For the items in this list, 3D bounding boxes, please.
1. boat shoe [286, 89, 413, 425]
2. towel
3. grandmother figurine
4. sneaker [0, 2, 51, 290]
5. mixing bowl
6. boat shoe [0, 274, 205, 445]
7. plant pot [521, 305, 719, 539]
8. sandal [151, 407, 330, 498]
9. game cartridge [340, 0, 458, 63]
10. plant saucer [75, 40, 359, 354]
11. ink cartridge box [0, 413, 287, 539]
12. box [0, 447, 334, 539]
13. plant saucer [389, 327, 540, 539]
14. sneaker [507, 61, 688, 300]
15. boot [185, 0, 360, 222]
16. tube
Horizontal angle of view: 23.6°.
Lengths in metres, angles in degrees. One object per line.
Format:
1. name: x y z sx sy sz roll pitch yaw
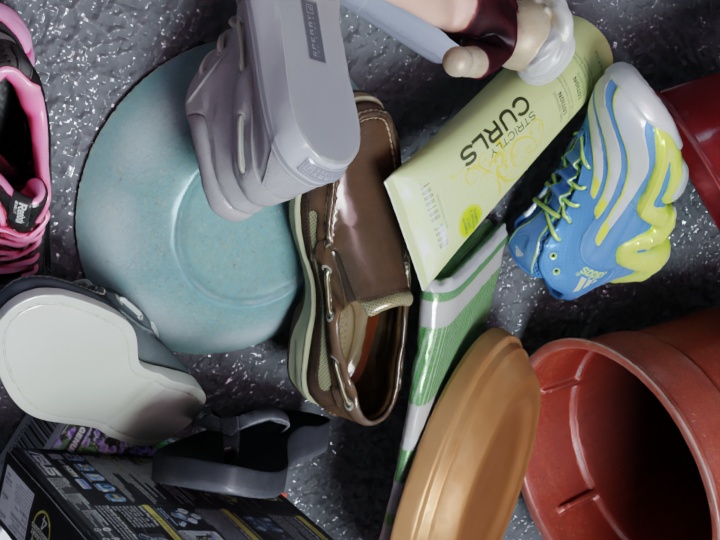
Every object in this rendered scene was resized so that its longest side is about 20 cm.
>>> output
1. boat shoe: 0.005 -0.002 0.996 0.074 0.075 0.204 -20 127 -30
2. towel: 0.047 0.079 1.089 0.153 0.023 0.202 -43 147 -66
3. grandmother figurine: 0.049 -0.154 0.946 0.199 0.060 0.122 22 63 -44
4. sneaker: -0.190 -0.034 0.901 0.078 0.095 0.202 -14 121 -26
5. mixing bowl: 0.276 -0.053 1.079 0.108 0.201 0.201 -31 127 7
6. boat shoe: -0.151 0.041 0.939 0.073 0.062 0.200 -38 152 4
7. plant pot: 0.240 0.113 1.180 0.194 0.200 0.202 -19 122 -31
8. sandal: -0.069 0.095 1.002 0.075 0.200 0.043 6 96 10
9. game cartridge: 0.061 -0.227 0.995 0.133 0.041 0.201 24 99 -41
10. plant saucer: -0.066 -0.035 1.009 0.199 0.039 0.203 -13 118 -25
11. ink cartridge box: -0.134 0.157 1.055 0.199 0.050 0.109 31 95 -37
12. box: -0.088 0.156 0.926 0.160 0.200 0.050 6 105 -35
13. plant saucer: 0.071 0.137 1.107 0.201 0.037 0.201 -55 156 -39
14. sneaker: 0.146 -0.041 1.086 0.104 0.076 0.201 -29 145 -9
15. boot: -0.059 -0.128 0.927 0.073 0.095 0.202 18 59 -43
16. tube: 0.081 -0.077 1.022 0.058 0.052 0.200 44 56 1
